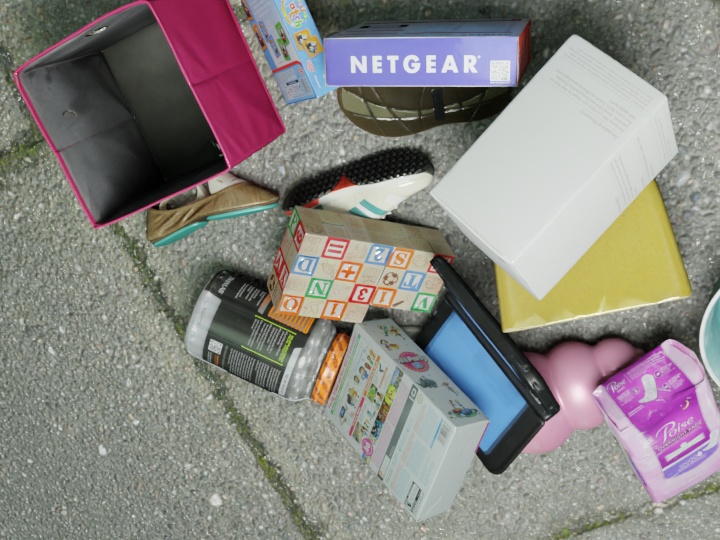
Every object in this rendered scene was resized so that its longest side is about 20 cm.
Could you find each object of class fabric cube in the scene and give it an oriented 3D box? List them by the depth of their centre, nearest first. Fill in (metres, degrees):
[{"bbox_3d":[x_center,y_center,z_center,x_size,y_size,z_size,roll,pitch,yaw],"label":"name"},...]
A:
[{"bbox_3d":[-0.235,-0.196,1.055,0.194,0.200,0.202,-20,105,22],"label":"fabric cube"}]

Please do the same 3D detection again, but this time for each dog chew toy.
[{"bbox_3d":[0.254,0.144,1.102,0.198,0.125,0.126,-24,103,14],"label":"dog chew toy"}]

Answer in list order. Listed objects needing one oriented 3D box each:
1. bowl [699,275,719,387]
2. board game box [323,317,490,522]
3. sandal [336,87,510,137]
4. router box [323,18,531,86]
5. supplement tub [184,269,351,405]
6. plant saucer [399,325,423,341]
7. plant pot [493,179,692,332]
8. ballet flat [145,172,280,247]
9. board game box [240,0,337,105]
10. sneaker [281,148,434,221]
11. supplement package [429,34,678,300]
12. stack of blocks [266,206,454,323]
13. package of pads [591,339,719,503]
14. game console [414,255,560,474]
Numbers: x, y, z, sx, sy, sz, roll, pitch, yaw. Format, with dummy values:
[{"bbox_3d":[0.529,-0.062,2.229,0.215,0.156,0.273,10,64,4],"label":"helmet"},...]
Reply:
[{"bbox_3d":[0.474,0.046,1.002,0.198,0.105,0.203,5,117,9],"label":"bowl"},{"bbox_3d":[0.050,0.176,1.092,0.200,0.064,0.149,44,126,37],"label":"board game box"},{"bbox_3d":[0.072,-0.208,1.049,0.197,0.055,0.082,-9,126,3],"label":"sandal"},{"bbox_3d":[0.077,-0.235,0.965,0.197,0.180,0.049,3,111,14],"label":"router box"},{"bbox_3d":[-0.117,0.091,1.175,0.198,0.123,0.124,24,115,5],"label":"supplement tub"},{"bbox_3d":[0.069,0.174,1.198,0.198,0.050,0.203,5,111,13],"label":"plant saucer"},{"bbox_3d":[0.242,-0.061,0.991,0.192,0.195,0.203,-12,91,19],"label":"plant pot"},{"bbox_3d":[-0.199,-0.090,1.168,0.198,0.068,0.073,-16,89,25],"label":"ballet flat"},{"bbox_3d":[-0.095,-0.289,1.012,0.036,0.151,0.202,-28,104,-12],"label":"board game box"},{"bbox_3d":[0.006,-0.080,1.116,0.198,0.071,0.094,-16,124,18],"label":"sneaker"},{"bbox_3d":[0.185,-0.094,0.854,0.200,0.117,0.117,-47,60,3],"label":"supplement package"},{"bbox_3d":[0.000,0.000,1.088,0.198,0.059,0.116,8,123,-25],"label":"stack of blocks"},{"bbox_3d":[0.359,0.181,1.054,0.120,0.076,0.200,-34,132,3],"label":"package of pads"},{"bbox_3d":[0.123,0.112,1.039,0.116,0.176,0.201,-39,60,2],"label":"game console"}]
